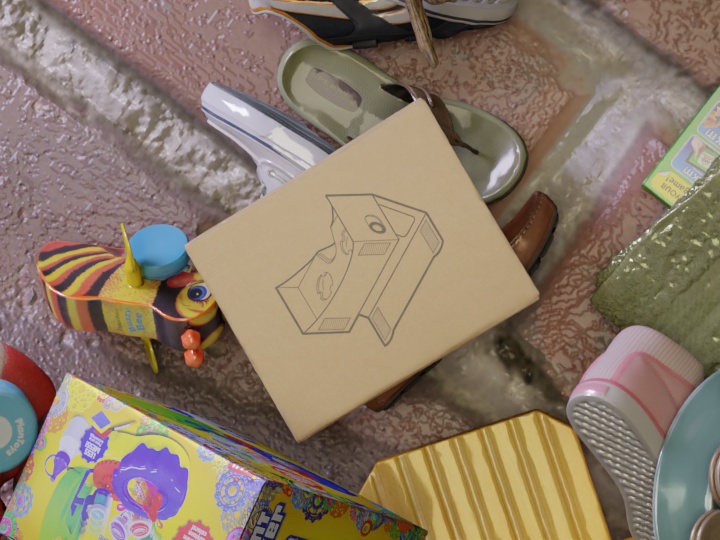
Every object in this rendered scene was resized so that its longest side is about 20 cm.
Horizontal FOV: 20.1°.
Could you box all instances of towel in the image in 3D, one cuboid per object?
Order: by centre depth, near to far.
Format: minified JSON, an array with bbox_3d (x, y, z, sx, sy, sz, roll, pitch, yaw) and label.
[{"bbox_3d":[0.274,-0.001,1.439,0.148,0.036,0.200,44,113,4],"label":"towel"}]

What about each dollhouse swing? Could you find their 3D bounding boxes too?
[{"bbox_3d":[0.097,0.221,1.418,0.199,0.182,0.177,-18,106,6],"label":"dollhouse swing"}]

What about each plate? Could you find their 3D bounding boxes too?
[{"bbox_3d":[0.283,0.161,1.403,0.199,0.026,0.201,2,86,-33],"label":"plate"}]

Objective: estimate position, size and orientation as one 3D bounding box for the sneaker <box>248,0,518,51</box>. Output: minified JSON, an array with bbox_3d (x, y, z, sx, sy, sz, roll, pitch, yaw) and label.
[{"bbox_3d":[0.013,-0.205,1.491,0.199,0.080,0.079,12,47,-10],"label":"sneaker"}]

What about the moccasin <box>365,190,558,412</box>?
[{"bbox_3d":[0.060,0.012,1.476,0.201,0.074,0.078,-41,95,12],"label":"moccasin"}]

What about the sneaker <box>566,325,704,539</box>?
[{"bbox_3d":[0.222,0.125,1.432,0.075,0.105,0.201,-9,125,41],"label":"sneaker"}]

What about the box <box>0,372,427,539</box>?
[{"bbox_3d":[-0.099,0.178,1.385,0.200,0.192,0.122,23,89,38],"label":"box"}]

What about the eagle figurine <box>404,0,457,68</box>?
[{"bbox_3d":[0.094,-0.258,1.428,0.199,0.152,0.151,-26,39,-24],"label":"eagle figurine"}]

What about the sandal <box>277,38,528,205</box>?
[{"bbox_3d":[0.026,-0.106,1.489,0.200,0.057,0.080,26,90,7],"label":"sandal"}]

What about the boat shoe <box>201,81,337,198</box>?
[{"bbox_3d":[-0.045,-0.065,1.481,0.200,0.073,0.067,33,101,20],"label":"boat shoe"}]

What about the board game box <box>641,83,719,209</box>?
[{"bbox_3d":[0.322,-0.053,1.467,0.200,0.029,0.135,38,91,7],"label":"board game box"}]

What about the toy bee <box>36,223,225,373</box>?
[{"bbox_3d":[-0.141,0.018,1.468,0.199,0.109,0.131,-18,129,19],"label":"toy bee"}]

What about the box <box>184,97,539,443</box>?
[{"bbox_3d":[0.000,0.000,1.427,0.199,0.021,0.164,-31,89,1],"label":"box"}]

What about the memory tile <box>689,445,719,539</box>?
[{"bbox_3d":[0.297,0.134,1.388,0.153,0.017,0.201,26,74,-30],"label":"memory tile"}]

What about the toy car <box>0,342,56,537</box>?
[{"bbox_3d":[-0.236,0.161,1.476,0.199,0.184,0.178,26,91,-21],"label":"toy car"}]
